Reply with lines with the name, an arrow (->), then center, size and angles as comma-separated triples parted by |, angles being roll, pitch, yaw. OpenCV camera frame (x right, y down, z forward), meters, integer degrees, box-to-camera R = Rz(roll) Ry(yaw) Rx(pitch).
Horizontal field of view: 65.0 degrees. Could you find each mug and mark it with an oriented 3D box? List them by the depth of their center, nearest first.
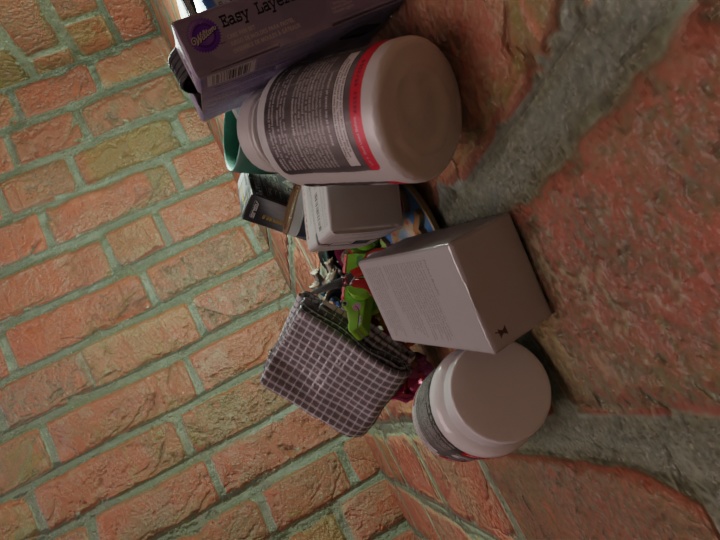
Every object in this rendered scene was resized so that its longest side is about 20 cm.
mug -> -0.166, -0.258, 0.986 | 0.186, 0.114, 0.153 | 115, 145, -42

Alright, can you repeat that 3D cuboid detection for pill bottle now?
pill bottle -> -0.021, -0.131, 0.498 | 0.199, 0.111, 0.111 | 7, 126, 44
pill bottle -> 0.123, 0.144, 0.609 | 0.114, 0.113, 0.200 | 60, 168, 16

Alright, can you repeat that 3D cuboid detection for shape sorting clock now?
shape sorting clock -> 0.061, -0.025, 0.706 | 0.201, 0.039, 0.200 | 59, 167, 22

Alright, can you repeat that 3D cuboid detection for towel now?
towel -> -0.041, 0.144, 0.851 | 0.199, 0.086, 0.166 | 31, 122, 1

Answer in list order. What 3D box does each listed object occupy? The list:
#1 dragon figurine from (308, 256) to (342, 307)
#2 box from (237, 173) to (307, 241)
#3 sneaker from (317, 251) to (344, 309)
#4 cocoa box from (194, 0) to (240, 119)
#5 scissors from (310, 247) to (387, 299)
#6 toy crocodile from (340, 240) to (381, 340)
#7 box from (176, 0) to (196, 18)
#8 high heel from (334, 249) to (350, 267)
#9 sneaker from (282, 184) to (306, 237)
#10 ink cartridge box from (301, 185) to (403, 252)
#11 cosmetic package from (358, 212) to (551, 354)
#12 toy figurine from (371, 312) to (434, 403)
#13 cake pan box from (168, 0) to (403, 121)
dragon figurine -> -0.037, 0.042, 0.973 | 0.100, 0.059, 0.200 | 52, -175, -21
box -> -0.139, -0.123, 1.032 | 0.049, 0.158, 0.200 | -63, 24, 19
sneaker -> -0.029, 0.019, 1.100 | 0.201, 0.075, 0.079 | 63, 166, 5
cocoa box -> -0.118, -0.278, 0.727 | 0.134, 0.131, 0.200 | 59, 167, 24
scissors -> -0.011, 0.005, 0.757 | 0.199, 0.014, 0.074 | 5, 95, 54
toy crocodile -> 0.000, 0.000, 0.815 | 0.068, 0.061, 0.201 | 51, -139, -61
box -> -0.247, -0.427, 1.018 | 0.133, 0.114, 0.200 | 64, 167, 5
high heel -> -0.007, -0.006, 0.946 | 0.200, 0.067, 0.096 | -124, 23, -54
sneaker -> -0.045, -0.133, 0.888 | 0.070, 0.108, 0.201 | -102, 30, -51
ink cartridge box -> -0.021, -0.106, 0.686 | 0.200, 0.085, 0.148 | 162, 102, -79
cosmetic package -> 0.081, 0.015, 0.558 | 0.102, 0.071, 0.200 | 66, 159, -7
toy figurine -> 0.057, 0.125, 0.919 | 0.184, 0.150, 0.200 | 51, 143, -1
cake pan box -> -0.076, -0.209, 0.529 | 0.053, 0.199, 0.184 | 65, 170, -8
